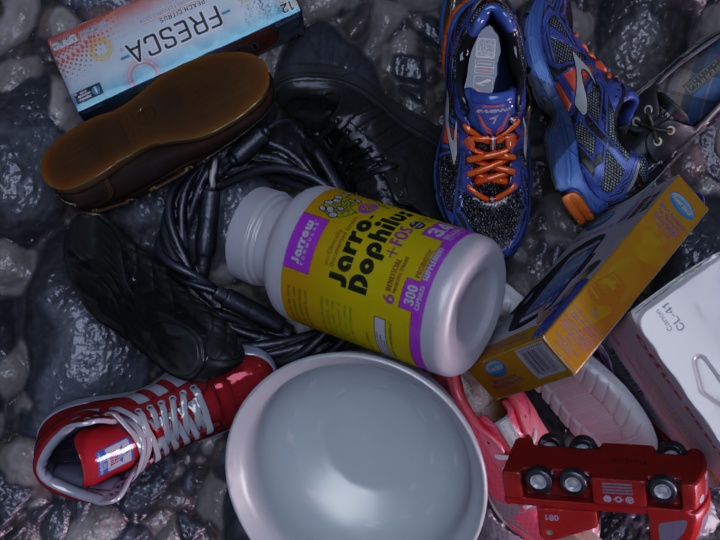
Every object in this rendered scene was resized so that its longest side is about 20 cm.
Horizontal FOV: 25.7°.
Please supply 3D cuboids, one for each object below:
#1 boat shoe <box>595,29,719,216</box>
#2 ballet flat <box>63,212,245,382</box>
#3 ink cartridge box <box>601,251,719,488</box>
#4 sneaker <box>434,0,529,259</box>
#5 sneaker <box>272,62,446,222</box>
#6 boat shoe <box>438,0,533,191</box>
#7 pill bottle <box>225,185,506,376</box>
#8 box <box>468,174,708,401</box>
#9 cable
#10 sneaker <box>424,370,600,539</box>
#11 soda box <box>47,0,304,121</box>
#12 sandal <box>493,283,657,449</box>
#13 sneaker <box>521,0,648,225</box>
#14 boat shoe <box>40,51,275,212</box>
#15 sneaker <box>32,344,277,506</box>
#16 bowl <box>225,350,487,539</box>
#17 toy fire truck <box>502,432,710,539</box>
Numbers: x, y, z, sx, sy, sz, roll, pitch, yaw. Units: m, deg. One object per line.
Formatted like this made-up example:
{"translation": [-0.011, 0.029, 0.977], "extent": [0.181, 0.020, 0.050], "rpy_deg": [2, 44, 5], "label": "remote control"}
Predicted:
{"translation": [0.242, -0.125, 1.262], "extent": [0.069, 0.057, 0.200], "rpy_deg": [45, 85, 6], "label": "boat shoe"}
{"translation": [-0.168, 0.023, 1.230], "extent": [0.200, 0.057, 0.067], "rpy_deg": [42, 111, 31], "label": "ballet flat"}
{"translation": [0.256, 0.079, 1.162], "extent": [0.085, 0.200, 0.148], "rpy_deg": [-35, 83, -5], "label": "ink cartridge box"}
{"translation": [0.091, -0.108, 1.172], "extent": [0.074, 0.078, 0.203], "rpy_deg": [-5, 88, -2], "label": "sneaker"}
{"translation": [0.015, -0.078, 1.222], "extent": [0.198, 0.060, 0.105], "rpy_deg": [24, 55, -29], "label": "sneaker"}
{"translation": [0.108, -0.147, 1.258], "extent": [0.071, 0.072, 0.203], "rpy_deg": [-10, 83, -1], "label": "boat shoe"}
{"translation": [0.000, 0.000, 1.158], "extent": [0.198, 0.104, 0.105], "rpy_deg": [18, 82, 27], "label": "pill bottle"}
{"translation": [0.171, 0.006, 1.155], "extent": [0.041, 0.119, 0.200], "rpy_deg": [45, 64, -7], "label": "box"}
{"translation": [-0.070, -0.010, 1.253], "extent": [0.162, 0.051, 0.202], "rpy_deg": [-29, 84, -3], "label": "cable"}
{"translation": [0.113, 0.138, 1.213], "extent": [0.073, 0.087, 0.201], "rpy_deg": [-35, 84, -3], "label": "sneaker"}
{"translation": [-0.146, -0.189, 1.271], "extent": [0.198, 0.064, 0.069], "rpy_deg": [-24, 82, -2], "label": "soda box"}
{"translation": [0.163, 0.068, 1.234], "extent": [0.203, 0.083, 0.050], "rpy_deg": [45, 59, 5], "label": "sandal"}
{"translation": [0.178, -0.134, 1.237], "extent": [0.077, 0.075, 0.203], "rpy_deg": [-16, 68, 13], "label": "sneaker"}
{"translation": [-0.154, -0.107, 1.248], "extent": [0.198, 0.070, 0.071], "rpy_deg": [-22, 63, 9], "label": "boat shoe"}
{"translation": [-0.156, 0.118, 1.199], "extent": [0.198, 0.113, 0.072], "rpy_deg": [-20, 101, 0], "label": "sneaker"}
{"translation": [0.004, 0.142, 1.195], "extent": [0.198, 0.090, 0.204], "rpy_deg": [4, 108, 13], "label": "bowl"}
{"translation": [0.159, 0.192, 1.163], "extent": [0.197, 0.049, 0.143], "rpy_deg": [2, 120, 20], "label": "toy fire truck"}
